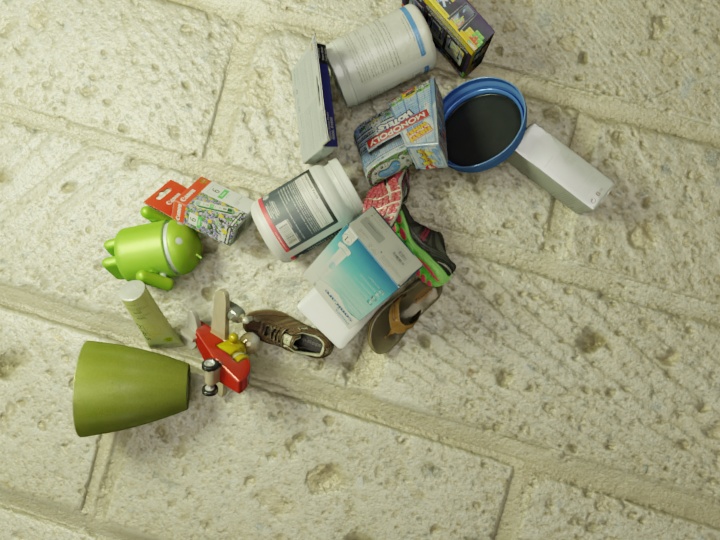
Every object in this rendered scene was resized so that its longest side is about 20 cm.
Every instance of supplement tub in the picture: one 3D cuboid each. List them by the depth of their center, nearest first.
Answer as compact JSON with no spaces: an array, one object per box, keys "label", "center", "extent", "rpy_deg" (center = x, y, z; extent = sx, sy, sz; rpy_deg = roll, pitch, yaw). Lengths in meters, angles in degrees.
[{"label":"supplement tub","center":[0.038,-0.424,1.155],"extent":[0.199,0.132,0.133],"rpy_deg":[-24,90,2]},{"label":"supplement tub","center":[-0.103,-0.119,1.159],"extent":[0.199,0.140,0.141],"rpy_deg":[-30,89,2]}]

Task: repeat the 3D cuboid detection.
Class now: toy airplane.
[{"label":"toy airplane","center":[-0.273,0.151,1.170],"extent":[0.140,0.200,0.201],"rpy_deg":[-10,80,-29]}]

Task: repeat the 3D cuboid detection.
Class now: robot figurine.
[{"label":"robot figurine","center":[-0.415,-0.039,1.184],"extent":[0.198,0.116,0.177],"rpy_deg":[-10,59,3]}]

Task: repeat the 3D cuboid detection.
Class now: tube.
[{"label":"tube","center":[-0.419,0.100,1.167],"extent":[0.058,0.201,0.052],"rpy_deg":[30,59,26]}]

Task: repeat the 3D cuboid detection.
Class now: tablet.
[{"label":"tablet","center":[-0.019,0.046,1.203],"extent":[0.130,0.014,0.200],"rpy_deg":[43,81,1]}]

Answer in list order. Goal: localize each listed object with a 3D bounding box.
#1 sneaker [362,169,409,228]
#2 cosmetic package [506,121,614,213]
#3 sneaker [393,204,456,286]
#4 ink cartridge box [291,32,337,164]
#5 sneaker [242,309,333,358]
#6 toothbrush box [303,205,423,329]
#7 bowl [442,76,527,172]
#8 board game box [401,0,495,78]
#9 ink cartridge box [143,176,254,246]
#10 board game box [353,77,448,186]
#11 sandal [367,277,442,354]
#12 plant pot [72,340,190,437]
[{"label":"sneaker","center":[0.063,-0.146,1.141],"extent":[0.080,0.075,0.201],"rpy_deg":[-4,54,30]},{"label":"cosmetic package","center":[0.389,-0.201,1.158],"extent":[0.200,0.102,0.074],"rpy_deg":[39,92,0]},{"label":"sneaker","center":[0.121,-0.058,1.193],"extent":[0.084,0.077,0.201],"rpy_deg":[-26,79,-36]},{"label":"ink cartridge box","center":[-0.084,-0.324,1.129],"extent":[0.040,0.200,0.201],"rpy_deg":[-7,91,-19]},{"label":"sneaker","center":[-0.150,0.128,1.196],"extent":[0.199,0.076,0.071],"rpy_deg":[15,91,2]},{"label":"toothbrush box","center":[0.000,0.000,1.099],"extent":[0.147,0.200,0.085],"rpy_deg":[49,49,4]},{"label":"bowl","center":[0.230,-0.284,1.146],"extent":[0.199,0.039,0.202],"rpy_deg":[-12,64,27]},{"label":"board game box","center":[0.164,-0.488,1.132],"extent":[0.057,0.165,0.200],"rpy_deg":[-41,89,2]},{"label":"ink cartridge box","center":[-0.322,-0.136,1.182],"extent":[0.199,0.109,0.051],"rpy_deg":[26,130,1]},{"label":"board game box","center":[0.086,-0.253,1.117],"extent":[0.199,0.201,0.062],"rpy_deg":[-26,134,11]},{"label":"sandal","center":[0.091,0.089,1.188],"extent":[0.200,0.054,0.080],"rpy_deg":[-43,105,0]},{"label":"plant pot","center":[-0.448,0.235,1.174],"extent":[0.198,0.187,0.189],"rpy_deg":[1,91,-13]}]
